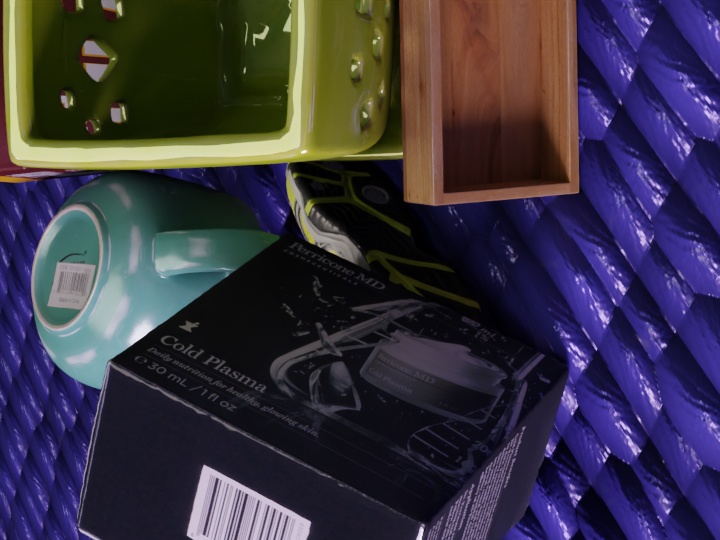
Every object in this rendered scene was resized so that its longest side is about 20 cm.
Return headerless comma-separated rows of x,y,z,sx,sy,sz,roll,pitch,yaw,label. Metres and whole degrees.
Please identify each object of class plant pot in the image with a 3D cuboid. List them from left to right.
-0.066,-0.152,1.113,0.199,0.181,0.200,1,89,29,plant pot

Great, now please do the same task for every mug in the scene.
-0.145,-0.002,1.348,0.185,0.114,0.152,-51,45,28,mug

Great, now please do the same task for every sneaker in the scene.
0.000,0.000,1.267,0.200,0.075,0.077,58,139,39,sneaker

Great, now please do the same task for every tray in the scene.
0.070,-0.140,1.094,0.037,0.098,0.201,9,103,59,tray

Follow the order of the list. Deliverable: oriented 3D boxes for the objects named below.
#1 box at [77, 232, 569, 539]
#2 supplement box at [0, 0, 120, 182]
-0.019,0.100,1.123,0.200,0.197,0.124,25,121,18,box
-0.161,-0.135,1.327,0.197,0.199,0.133,-20,-75,-86,supplement box
